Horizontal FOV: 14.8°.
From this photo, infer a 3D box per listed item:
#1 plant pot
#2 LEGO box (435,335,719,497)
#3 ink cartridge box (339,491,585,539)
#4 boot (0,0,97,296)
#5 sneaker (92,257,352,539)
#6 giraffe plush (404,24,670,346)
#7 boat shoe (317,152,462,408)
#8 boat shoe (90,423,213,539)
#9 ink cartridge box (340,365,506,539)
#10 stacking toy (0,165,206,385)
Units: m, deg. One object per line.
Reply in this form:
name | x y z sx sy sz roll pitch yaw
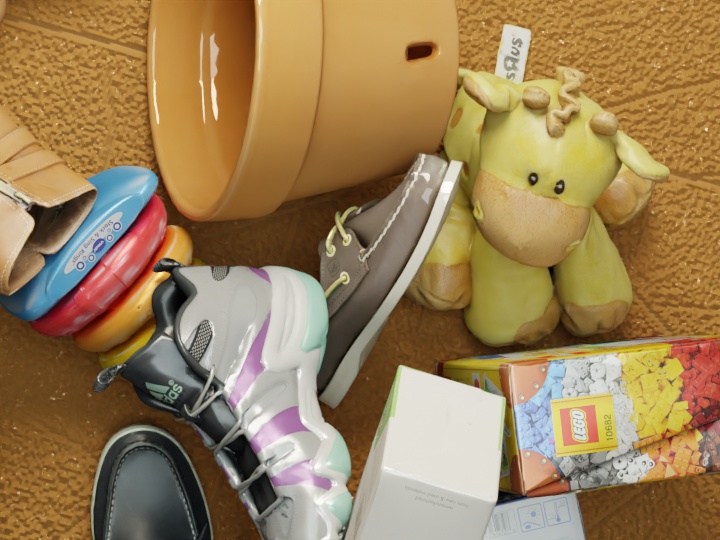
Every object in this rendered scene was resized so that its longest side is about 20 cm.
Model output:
plant pot | -0.031 -0.127 1.636 0.139 0.200 0.201 2 88 -22
LEGO box | 0.139 0.083 1.647 0.148 0.200 0.078 -6 90 -11
ink cartridge box | 0.028 0.169 1.678 0.199 0.094 0.044 -12 91 -11
boot | -0.217 -0.077 1.611 0.154 0.074 0.200 22 62 18
sneaker | -0.084 0.082 1.567 0.139 0.078 0.201 10 51 -28
giraffe plush | 0.108 -0.056 1.664 0.172 0.162 0.201 -6 89 -10
boat shoe | 0.000 0.000 1.646 0.059 0.200 0.072 30 43 0
boat shoe | -0.123 0.192 1.667 0.074 0.062 0.201 -1 87 -8
ink cartridge box | 0.020 0.170 1.538 0.067 0.117 0.201 17 117 -3
stacking toy | -0.111 0.040 1.665 0.116 0.110 0.200 -47 107 -9
